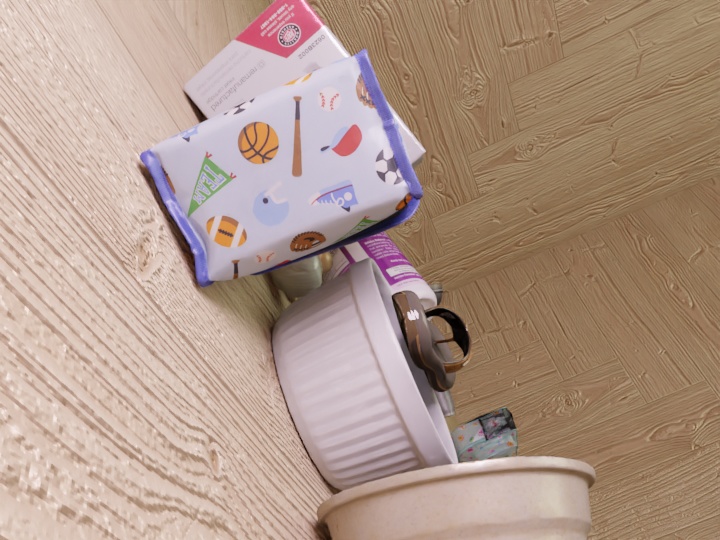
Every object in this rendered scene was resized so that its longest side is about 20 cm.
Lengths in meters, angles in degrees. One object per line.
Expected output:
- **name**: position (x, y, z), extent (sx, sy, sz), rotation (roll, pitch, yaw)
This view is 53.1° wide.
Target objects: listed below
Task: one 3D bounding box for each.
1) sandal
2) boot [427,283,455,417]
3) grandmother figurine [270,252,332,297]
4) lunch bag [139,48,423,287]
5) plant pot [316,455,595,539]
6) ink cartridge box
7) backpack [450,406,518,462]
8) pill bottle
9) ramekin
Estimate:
- **sandal**: position (0.073, 0.059, 0.663), extent (0.200, 0.054, 0.082), rotation (55, 12, -65)
- **boot**: position (0.106, 0.135, 1.143), extent (0.182, 0.072, 0.201), rotation (115, -32, -69)
- **grandmother figurine**: position (-0.062, -0.015, 0.779), extent (0.122, 0.060, 0.200), rotation (57, 4, -11)
- **lunch bag**: position (-0.044, -0.071, 0.557), extent (0.200, 0.169, 0.125), rotation (-82, 151, -82)
- **plant pot**: position (0.078, 0.241, 0.475), extent (0.201, 0.199, 0.185), rotation (58, 21, -59)
- **ink cartridge box**: position (-0.049, -0.145, 0.710), extent (0.200, 0.145, 0.083), rotation (50, 8, -3)
- **backpack**: position (0.373, 0.521, 2.164), extent (0.176, 0.199, 0.154), rotation (72, 5, -54)
- **pill bottle**: position (0.000, 0.000, 0.927), extent (0.200, 0.112, 0.112), rotation (53, -2, 30)
- **ramekin**: position (0.002, 0.100, 0.643), extent (0.200, 0.104, 0.201), rotation (-24, 90, -84)
